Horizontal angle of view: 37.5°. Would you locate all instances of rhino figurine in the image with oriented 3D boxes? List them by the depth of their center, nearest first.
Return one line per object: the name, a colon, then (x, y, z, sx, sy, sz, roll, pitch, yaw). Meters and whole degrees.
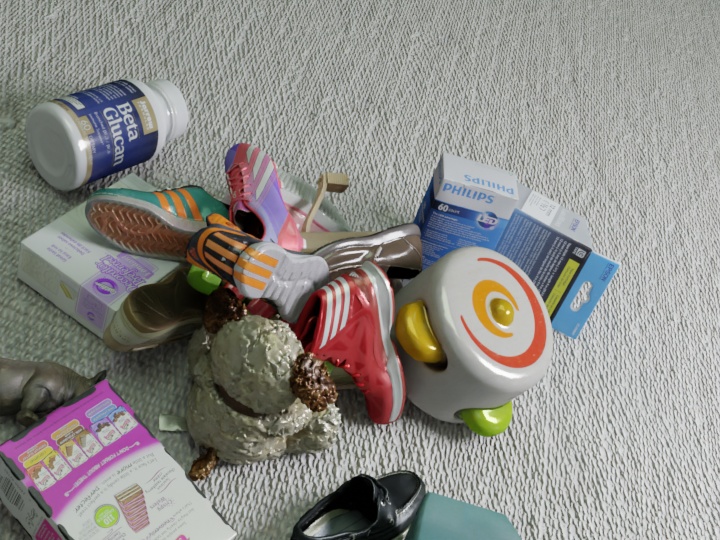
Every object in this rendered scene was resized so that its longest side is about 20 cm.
rhino figurine: (-0.329, 0.127, 1.068, 0.196, 0.060, 0.088, 9, 44, -18)

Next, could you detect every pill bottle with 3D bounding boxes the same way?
pill bottle: (-0.323, -0.186, 1.379, 0.111, 0.112, 0.199, 39, 42, 20)

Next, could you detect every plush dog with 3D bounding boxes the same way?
plush dog: (-0.115, 0.116, 1.090, 0.198, 0.173, 0.160, 33, 41, 12)

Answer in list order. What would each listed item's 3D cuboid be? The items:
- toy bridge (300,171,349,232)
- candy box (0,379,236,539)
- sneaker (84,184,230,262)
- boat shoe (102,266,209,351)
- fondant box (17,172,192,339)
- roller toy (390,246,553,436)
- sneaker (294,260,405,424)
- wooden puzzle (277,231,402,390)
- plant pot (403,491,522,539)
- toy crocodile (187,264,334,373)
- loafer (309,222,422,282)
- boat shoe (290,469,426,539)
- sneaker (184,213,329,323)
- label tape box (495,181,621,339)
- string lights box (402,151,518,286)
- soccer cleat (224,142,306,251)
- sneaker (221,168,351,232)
toy bridge: (-0.042, -0.026, 1.331, 0.066, 0.027, 0.204, 5, 71, -25)
candy box: (-0.230, 0.219, 0.982, 0.200, 0.061, 0.136, 47, 43, 10)
sneaker: (-0.223, -0.062, 1.237, 0.197, 0.072, 0.081, 16, 39, -24)
boat shoe: (-0.215, 0.048, 1.201, 0.073, 0.065, 0.199, 53, 25, 7)
fondant box: (-0.282, -0.019, 1.256, 0.143, 0.059, 0.200, 33, 41, 11)
roller toy: (0.128, 0.071, 1.245, 0.199, 0.139, 0.184, 36, 47, -14)
sneaker: (-0.019, 0.095, 1.169, 0.114, 0.203, 0.078, -20, 26, -23)
wooden puzzle: (-0.028, 0.048, 1.281, 0.182, 0.037, 0.204, -1, 69, -27)
plant pot: (0.086, 0.318, 0.994, 0.139, 0.143, 0.201, 17, 30, -7)
toy crocodile: (-0.107, 0.049, 1.187, 0.199, 0.062, 0.068, 39, 64, -3)
loafer: (0.000, 0.000, 1.249, 0.197, 0.073, 0.072, -18, 79, -29)
boat shoe: (-0.001, 0.243, 1.078, 0.197, 0.067, 0.074, -21, 35, -38)
sneaker: (-0.110, -0.011, 1.119, 0.111, 0.078, 0.200, 30, -4, 26)
label tape box: (0.238, -0.019, 1.434, 0.198, 0.145, 0.066, 28, 39, 7)
string lights box: (0.118, -0.043, 1.360, 0.101, 0.202, 0.059, 15, 39, -9)
soccer cleat: (-0.127, -0.082, 1.232, 0.076, 0.067, 0.202, 10, 40, -40)
sneaker: (-0.104, -0.067, 1.393, 0.199, 0.105, 0.076, 27, 23, -47)
